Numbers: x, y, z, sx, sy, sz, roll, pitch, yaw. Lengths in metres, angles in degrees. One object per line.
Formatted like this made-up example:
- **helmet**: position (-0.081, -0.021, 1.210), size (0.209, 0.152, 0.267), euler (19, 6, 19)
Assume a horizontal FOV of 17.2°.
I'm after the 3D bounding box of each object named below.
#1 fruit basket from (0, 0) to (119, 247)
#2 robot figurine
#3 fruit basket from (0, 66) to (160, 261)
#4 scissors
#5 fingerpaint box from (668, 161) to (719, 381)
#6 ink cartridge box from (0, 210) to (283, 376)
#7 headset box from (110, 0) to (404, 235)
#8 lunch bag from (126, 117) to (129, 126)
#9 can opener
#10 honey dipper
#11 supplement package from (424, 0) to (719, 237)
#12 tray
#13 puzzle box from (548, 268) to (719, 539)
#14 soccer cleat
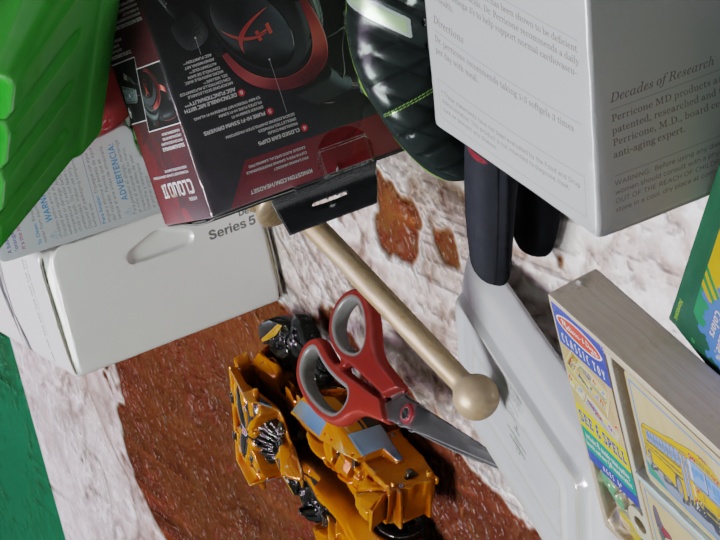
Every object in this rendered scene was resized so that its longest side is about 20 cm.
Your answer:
- **fruit basket**: position (-0.184, -0.143, 1.115), size (0.216, 0.155, 0.216), euler (-161, 90, -89)
- **robot figurine**: position (-0.019, 0.113, 1.398), size (0.200, 0.058, 0.145), euler (41, 142, 48)
- **fruit basket**: position (-0.119, -0.119, 1.244), size (0.094, 0.199, 0.186), euler (-130, 24, -70)
- **scissors**: position (0.019, 0.079, 1.280), size (0.073, 0.014, 0.200), euler (-60, 38, 15)
- **fingerpaint box**: position (0.195, 0.004, 0.808), size (0.167, 0.073, 0.200), euler (55, 154, 30)
- **ink cartridge box**: position (-0.160, -0.014, 1.488), size (0.200, 0.145, 0.084), euler (22, 130, 61)
- **headset box**: position (-0.043, -0.119, 1.135), size (0.075, 0.148, 0.201), euler (-5, 106, 67)
- **lunch bag**: position (-0.167, -0.113, 1.352), size (0.140, 0.199, 0.168), euler (64, 158, 10)
- **can opener**: position (0.070, -0.062, 1.042), size (0.079, 0.063, 0.200), euler (54, 153, 30)
- **honey dipper**: position (0.000, 0.000, 1.170), size (0.200, 0.038, 0.038), euler (45, 149, 23)
- **supplement package**: position (0.095, -0.137, 0.854), size (0.117, 0.117, 0.201), euler (41, 145, 50)
- **tray**: position (0.083, 0.079, 1.135), size (0.200, 0.022, 0.108), euler (-121, 22, -54)
- **puzzle box**: position (0.143, 0.099, 0.915), size (0.200, 0.025, 0.133), euler (46, 157, 51)
- **soccer cleat**: position (0.029, -0.136, 1.075), size (0.081, 0.067, 0.201), euler (-3, 107, 53)
